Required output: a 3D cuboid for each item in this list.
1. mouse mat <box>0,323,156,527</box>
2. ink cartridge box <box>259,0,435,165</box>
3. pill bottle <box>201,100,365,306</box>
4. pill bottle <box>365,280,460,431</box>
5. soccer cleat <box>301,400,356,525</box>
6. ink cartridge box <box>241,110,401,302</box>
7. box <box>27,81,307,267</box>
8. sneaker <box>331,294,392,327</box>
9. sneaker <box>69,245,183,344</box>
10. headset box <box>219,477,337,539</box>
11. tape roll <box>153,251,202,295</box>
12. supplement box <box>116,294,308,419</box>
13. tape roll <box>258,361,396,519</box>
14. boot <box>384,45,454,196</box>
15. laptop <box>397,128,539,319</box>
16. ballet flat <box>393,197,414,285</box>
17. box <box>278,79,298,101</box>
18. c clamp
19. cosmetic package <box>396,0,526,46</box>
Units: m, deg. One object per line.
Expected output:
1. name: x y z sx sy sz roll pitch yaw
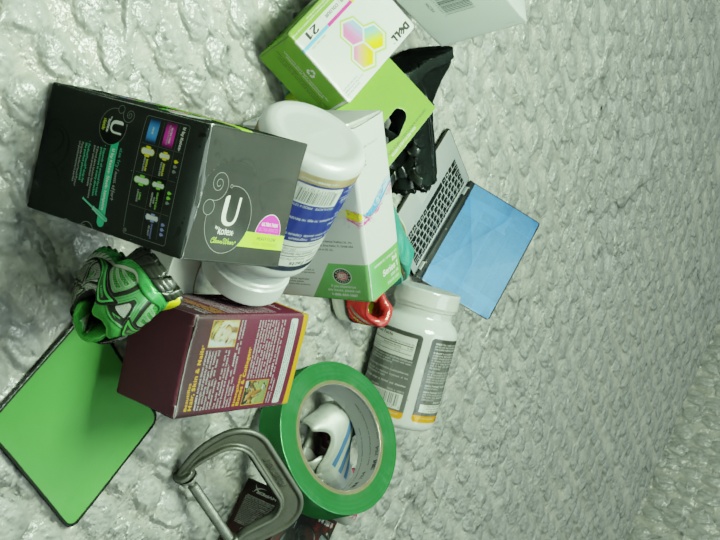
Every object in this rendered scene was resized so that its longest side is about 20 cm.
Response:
1. mouse mat: -0.293 0.157 1.203 0.161 0.008 0.200 -53 145 -29
2. ink cartridge box: 0.007 -0.228 1.330 0.200 0.076 0.148 46 59 -15
3. pill bottle: -0.085 -0.065 1.193 0.116 0.116 0.200 -23 151 -52
4. pill bottle: 0.074 0.122 1.665 0.116 0.116 0.200 8 98 -59
5. soccer cleat: -0.049 0.275 1.605 0.086 0.070 0.200 -23 119 -39
6. ink cartridge box: -0.043 -0.075 1.288 0.084 0.145 0.200 -38 127 -54
7. box: -0.179 -0.089 1.075 0.148 0.200 0.124 3 102 -59
8. sneaker: 0.000 0.000 1.518 0.077 0.085 0.200 -55 145 -28
9. sneaker: -0.239 0.026 1.072 0.085 0.200 0.078 -37 101 -24
10. headset box: -0.129 0.393 1.515 0.200 0.075 0.149 -64 148 -14
11. tape roll: -0.166 0.009 1.304 0.203 0.037 0.203 -31 129 -47
12. supplement box: -0.155 0.087 1.241 0.200 0.086 0.111 3 103 -58
13. tape roll: -0.040 0.220 1.500 0.200 0.048 0.201 18 62 -38
14. boot: 0.077 -0.198 1.513 0.198 0.073 0.163 -48 135 -57
15. laptop: 0.157 -0.068 1.706 0.187 0.116 0.200 -59 147 -22
16. ballet flat: 0.028 -0.061 1.563 0.200 0.067 0.070 66 34 -52
17. box: -0.029 -0.182 1.420 0.122 0.048 0.200 -51 144 -33
18. c clamp: -0.159 0.282 1.393 0.171 0.027 0.200 -21 120 -1
19. cosmetic package: 0.106 -0.411 1.385 0.199 0.123 0.200 27 55 -59
